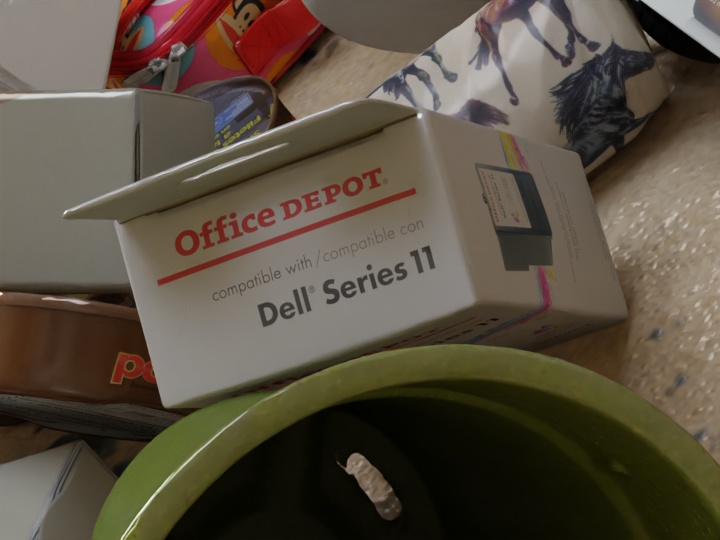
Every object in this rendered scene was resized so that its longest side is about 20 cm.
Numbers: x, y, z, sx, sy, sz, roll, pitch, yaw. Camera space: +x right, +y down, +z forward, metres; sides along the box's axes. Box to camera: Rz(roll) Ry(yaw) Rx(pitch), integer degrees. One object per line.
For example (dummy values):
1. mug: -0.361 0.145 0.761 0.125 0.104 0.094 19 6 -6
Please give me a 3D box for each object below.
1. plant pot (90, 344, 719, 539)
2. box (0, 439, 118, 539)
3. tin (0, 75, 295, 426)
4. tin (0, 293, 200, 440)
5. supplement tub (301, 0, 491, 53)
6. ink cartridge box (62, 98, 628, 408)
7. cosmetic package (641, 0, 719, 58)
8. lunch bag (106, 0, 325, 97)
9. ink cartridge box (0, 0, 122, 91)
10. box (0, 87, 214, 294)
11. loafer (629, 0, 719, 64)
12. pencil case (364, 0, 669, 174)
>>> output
1. plant pot: -0.005 0.109 0.765 0.200 0.200 0.190 -44 16 -8
2. box: -0.171 0.134 1.030 0.199 0.068 0.082 -17 35 36
3. tin: -0.107 -0.008 1.196 0.200 0.042 0.112 -38 23 3
4. tin: -0.108 0.038 1.015 0.200 0.111 0.042 -7 68 64
5. supplement tub: 0.023 -0.210 1.146 0.144 0.144 0.201 -27 58 23
6. ink cartridge box: 0.000 0.000 0.882 0.116 0.068 0.200 -19 -10 21
7. cosmetic package: 0.160 -0.141 0.912 0.200 0.051 0.152 43 113 44
8. lunch bag: -0.059 -0.151 1.308 0.200 0.082 0.176 -51 33 -18
9. ink cartridge box: -0.198 -0.055 1.222 0.200 0.084 0.145 -47 22 29
10. box: -0.164 -0.030 1.069 0.198 0.078 0.095 0 0 15
11. loafer: 0.178 -0.123 0.995 0.071 0.074 0.199 -24 15 -38
12. pencil case: 0.030 -0.046 1.037 0.200 0.078 0.090 -38 46 3
